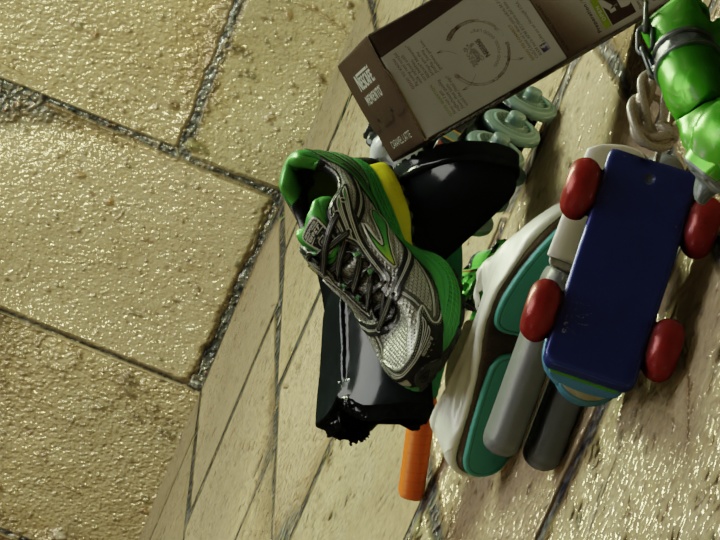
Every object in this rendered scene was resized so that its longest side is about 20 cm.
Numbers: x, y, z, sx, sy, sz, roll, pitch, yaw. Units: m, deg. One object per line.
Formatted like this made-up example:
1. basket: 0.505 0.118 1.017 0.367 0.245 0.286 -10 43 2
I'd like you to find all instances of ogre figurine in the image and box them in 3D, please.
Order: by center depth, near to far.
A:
1. ogre figurine: 0.204 -0.103 1.061 0.098 0.199 0.120 46 -139 -49

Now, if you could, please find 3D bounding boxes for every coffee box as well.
1. coffee box: 0.096 -0.159 1.614 0.199 0.080 0.114 -30 0 -12

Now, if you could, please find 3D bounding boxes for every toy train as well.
1. toy train: 0.149 -0.025 1.326 0.116 0.084 0.201 89 -161 -75
2. toy train: 0.095 0.007 1.721 0.057 0.042 0.200 -60 7 -4
3. toy train: 0.070 -0.097 1.793 0.085 0.114 0.200 -65 -6 27

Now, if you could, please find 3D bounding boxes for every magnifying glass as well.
1. magnifying glass: 0.050 0.068 1.749 0.080 0.022 0.201 -112 30 -72

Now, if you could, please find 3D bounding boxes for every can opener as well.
1. can opener: 0.126 0.020 1.419 0.066 0.052 0.201 -127 58 -80

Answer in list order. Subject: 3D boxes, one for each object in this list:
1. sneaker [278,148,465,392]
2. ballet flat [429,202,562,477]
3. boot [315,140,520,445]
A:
1. sneaker: 0.000 0.000 1.575 0.078 0.085 0.200 -54 45 26
2. ballet flat: 0.090 0.034 1.541 0.069 0.069 0.201 -91 21 -70
3. boot: 0.039 0.019 1.650 0.200 0.076 0.169 -26 60 44
